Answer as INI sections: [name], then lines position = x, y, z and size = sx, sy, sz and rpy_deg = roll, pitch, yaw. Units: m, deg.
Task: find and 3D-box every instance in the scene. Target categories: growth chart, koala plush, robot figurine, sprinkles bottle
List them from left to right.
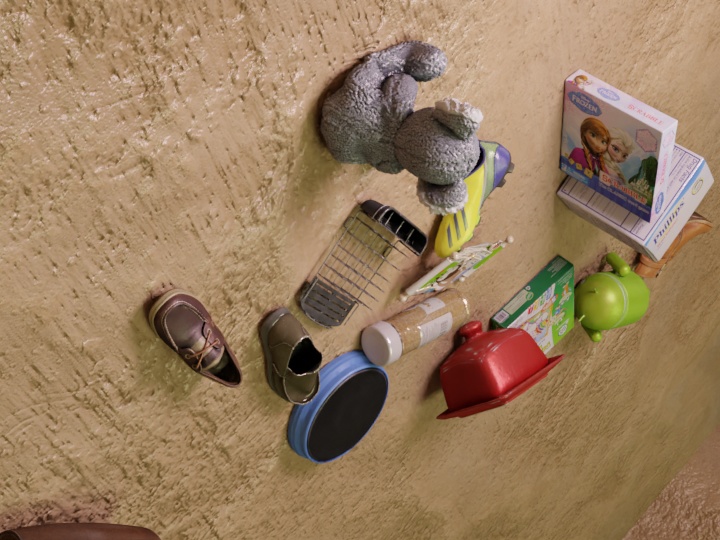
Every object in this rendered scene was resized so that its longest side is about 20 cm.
[koala plush]
position = 0.070, -0.172, 1.441
size = 0.183, 0.200, 0.179
rpy_deg = -20, 135, -41
[sprinkles bottle]
position = 0.092, 0.090, 1.833
size = 0.199, 0.068, 0.069
rpy_deg = -23, 136, -40
[growth chart]
position = 0.151, -0.002, 1.825
size = 0.145, 0.018, 0.199
rpy_deg = -43, 164, 33
[robot figurine]
position = 0.510, 0.060, 2.302
size = 0.199, 0.115, 0.177
rpy_deg = -8, 125, -49

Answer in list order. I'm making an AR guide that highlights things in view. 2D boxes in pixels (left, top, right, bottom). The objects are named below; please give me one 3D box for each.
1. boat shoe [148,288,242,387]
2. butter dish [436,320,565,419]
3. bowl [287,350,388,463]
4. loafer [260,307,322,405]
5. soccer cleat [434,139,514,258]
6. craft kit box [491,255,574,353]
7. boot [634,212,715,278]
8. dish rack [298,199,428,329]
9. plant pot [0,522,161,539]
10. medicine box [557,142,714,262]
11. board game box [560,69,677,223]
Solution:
[boat shoe]
position = -0.203, 0.094, 1.450
size = 0.072, 0.072, 0.201
rpy_deg = -45, 147, -15
[butter dish]
position = 0.225, 0.160, 2.011
size = 0.199, 0.149, 0.199
rpy_deg = -27, 179, -38
[bowl]
position = -0.031, 0.224, 1.823
size = 0.200, 0.039, 0.202
rpy_deg = -33, 142, -30
[loafer]
position = -0.093, 0.139, 1.635
size = 0.075, 0.069, 0.201
rpy_deg = -41, 145, -19
[soccer cleat]
position = 0.159, -0.114, 1.758
size = 0.083, 0.065, 0.201
rpy_deg = 23, 109, -25
[craft kit box]
position = 0.335, 0.101, 2.184
size = 0.200, 0.048, 0.198
rpy_deg = -41, 148, -21
[boot]
position = 0.680, -0.054, 2.453
size = 0.199, 0.076, 0.157
rpy_deg = -4, 121, -48
[dish rack]
position = 0.000, 0.000, 1.645
size = 0.201, 0.054, 0.153
rpy_deg = -55, 147, 1
[plant pot]
position = -0.376, 0.397, 1.432
size = 0.199, 0.187, 0.188
rpy_deg = 30, 95, -43
[medicine box]
position = 0.486, -0.149, 2.001
size = 0.183, 0.200, 0.103
rpy_deg = -55, 148, 1
[board game box]
position = 0.421, -0.204, 1.868
size = 0.041, 0.199, 0.201
rpy_deg = -36, 143, -25
